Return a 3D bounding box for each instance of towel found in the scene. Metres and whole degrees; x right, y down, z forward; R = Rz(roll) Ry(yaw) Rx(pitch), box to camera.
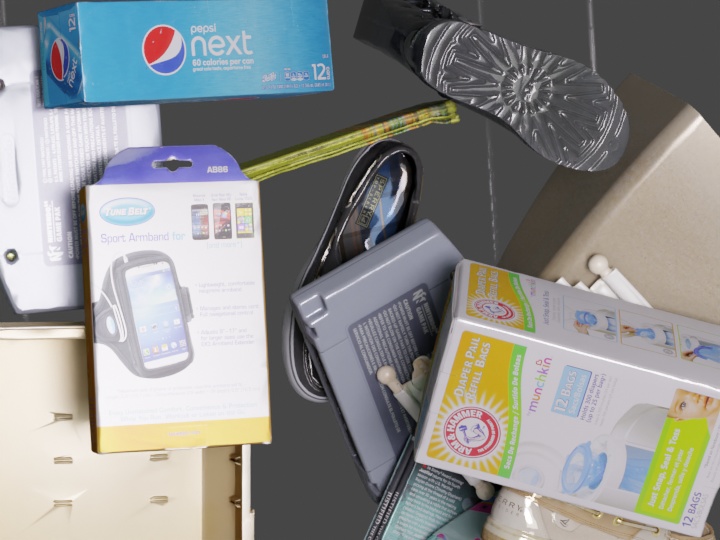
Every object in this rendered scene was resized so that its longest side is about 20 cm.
[{"bbox_3d":[-0.032,-0.084,1.451,0.199,0.086,0.018,-19,96,-14],"label":"towel"}]

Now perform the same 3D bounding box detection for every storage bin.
[{"bbox_3d":[-0.169,0.136,1.416,0.197,0.094,0.202,0,91,-15],"label":"storage bin"}]

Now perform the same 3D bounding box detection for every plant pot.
[{"bbox_3d":[0.213,0.000,1.477,0.177,0.200,0.200,-41,102,5],"label":"plant pot"}]

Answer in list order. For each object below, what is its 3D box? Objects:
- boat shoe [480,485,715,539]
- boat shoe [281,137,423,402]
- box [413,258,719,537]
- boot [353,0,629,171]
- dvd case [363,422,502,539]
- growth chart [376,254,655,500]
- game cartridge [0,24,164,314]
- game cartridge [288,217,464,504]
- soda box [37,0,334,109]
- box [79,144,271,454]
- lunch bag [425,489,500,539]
[{"bbox_3d":[0.176,0.169,1.413,0.199,0.074,0.070,9,99,-36],"label":"boat shoe"},{"bbox_3d":[0.000,0.000,1.473,0.070,0.066,0.201,24,86,-14],"label":"boat shoe"},{"bbox_3d":[0.143,0.082,1.348,0.199,0.101,0.113,15,113,-1],"label":"box"},{"bbox_3d":[0.087,-0.137,1.424,0.164,0.200,0.066,29,93,-17],"label":"boot"},{"bbox_3d":[0.056,0.224,1.494,0.146,0.022,0.201,27,86,-37],"label":"dvd case"},{"bbox_3d":[0.130,0.081,1.413,0.199,0.018,0.145,-31,106,17],"label":"growth chart"},{"bbox_3d":[-0.204,-0.073,1.430,0.132,0.041,0.202,-5,93,-19],"label":"game cartridge"},{"bbox_3d":[0.037,0.064,1.461,0.133,0.042,0.201,-32,127,-16],"label":"game cartridge"},{"bbox_3d":[-0.118,-0.151,1.407,0.199,0.064,0.068,-6,93,-35],"label":"soda box"},{"bbox_3d":[-0.124,0.019,1.360,0.118,0.041,0.202,-2,86,-16],"label":"box"},{"bbox_3d":[0.128,0.240,1.486,0.199,0.077,0.161,-30,116,-27],"label":"lunch bag"}]
